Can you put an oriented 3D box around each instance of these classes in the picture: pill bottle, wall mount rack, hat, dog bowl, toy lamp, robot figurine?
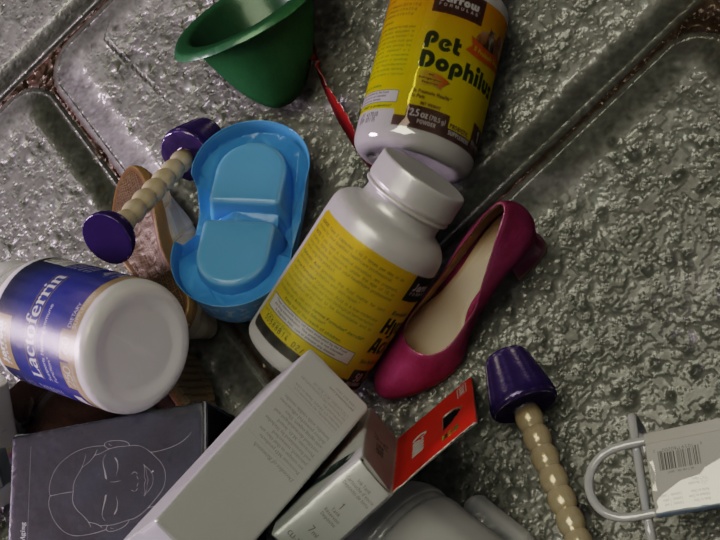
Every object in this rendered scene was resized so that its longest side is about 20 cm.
[{"bbox_3d":[0.068,-0.186,1.462,0.109,0.109,0.201,7,74,28],"label":"pill bottle"},{"bbox_3d":[0.276,0.182,1.242,0.199,0.075,0.175,-13,62,16],"label":"wall mount rack"},{"bbox_3d":[-0.252,0.051,1.441,0.199,0.115,0.116,11,76,45],"label":"pill bottle"},{"bbox_3d":[-0.067,-0.174,1.578,0.165,0.177,0.200,-22,25,19],"label":"hat"},{"bbox_3d":[-0.104,-0.042,1.499,0.111,0.050,0.201,3,58,11],"label":"dog bowl"},{"bbox_3d":[-0.186,-0.081,1.520,0.058,0.059,0.200,2,31,26],"label":"toy lamp"},{"bbox_3d":[0.000,0.000,1.400,0.111,0.111,0.201,42,107,32],"label":"pill bottle"},{"bbox_3d":[0.150,0.154,1.316,0.058,0.058,0.201,-29,63,13],"label":"toy lamp"},{"bbox_3d":[0.061,0.243,1.299,0.169,0.113,0.200,-32,52,-32],"label":"robot figurine"}]

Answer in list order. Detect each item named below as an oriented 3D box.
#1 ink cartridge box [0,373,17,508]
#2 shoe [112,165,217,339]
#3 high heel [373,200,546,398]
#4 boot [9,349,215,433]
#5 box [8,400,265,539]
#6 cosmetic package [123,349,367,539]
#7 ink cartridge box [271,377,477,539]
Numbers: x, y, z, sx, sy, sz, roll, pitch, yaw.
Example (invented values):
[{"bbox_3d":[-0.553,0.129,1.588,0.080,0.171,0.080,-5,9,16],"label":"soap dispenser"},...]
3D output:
[{"bbox_3d":[-0.372,0.151,1.534,0.067,0.201,0.117,-30,53,-29],"label":"ink cartridge box"},{"bbox_3d":[-0.185,-0.015,1.559,0.070,0.053,0.201,-44,53,28],"label":"shoe"},{"bbox_3d":[0.073,0.025,1.387,0.200,0.096,0.067,-41,59,6],"label":"high heel"},{"bbox_3d":[-0.232,0.121,1.528,0.167,0.072,0.200,-50,58,13],"label":"boot"},{"bbox_3d":[-0.191,0.235,1.419,0.195,0.124,0.201,-11,66,20],"label":"box"},{"bbox_3d":[-0.092,0.164,1.306,0.071,0.101,0.200,45,57,-3],"label":"cosmetic package"},{"bbox_3d":[0.014,0.144,1.318,0.173,0.200,0.044,-43,93,6],"label":"ink cartridge box"}]
